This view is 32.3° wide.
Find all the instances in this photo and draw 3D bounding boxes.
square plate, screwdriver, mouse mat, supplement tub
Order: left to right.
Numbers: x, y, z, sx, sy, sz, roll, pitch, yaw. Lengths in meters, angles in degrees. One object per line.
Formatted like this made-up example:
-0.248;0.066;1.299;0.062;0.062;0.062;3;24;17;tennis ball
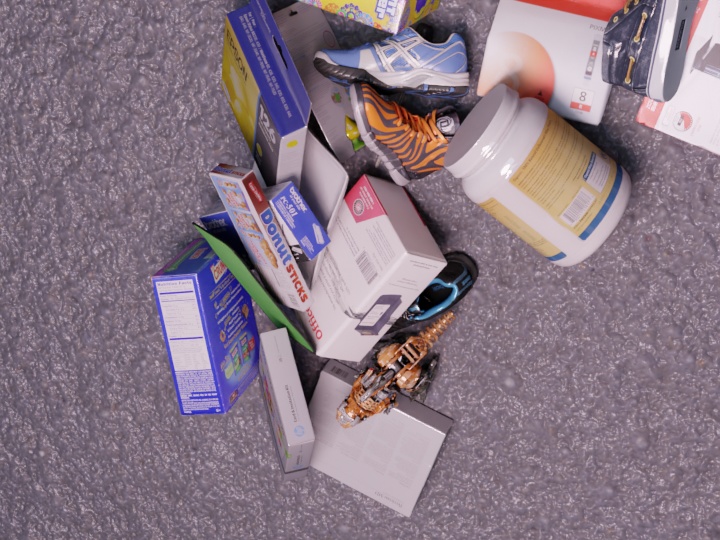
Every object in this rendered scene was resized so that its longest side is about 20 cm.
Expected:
-0.140;0.022;1.623;0.008;0.161;0.201;-41;117;-11;mouse mat
-0.083;-0.102;1.630;0.201;0.028;0.200;52;135;38;square plate
0.056;-0.222;1.606;0.029;0.028;0.203;8;116;-16;screwdriver
0.213;-0.116;1.504;0.199;0.145;0.145;36;117;-13;supplement tub

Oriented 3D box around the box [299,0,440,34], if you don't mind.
-0.002;-0.383;1.469;0.190;0.200;0.124;21;115;11;box

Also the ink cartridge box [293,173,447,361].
0.000;0.000;1.636;0.200;0.084;0.146;-49;50;27;ink cartridge box

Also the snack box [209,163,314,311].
-0.122;-0.039;1.544;0.071;0.024;0.202;16;138;48;snack box

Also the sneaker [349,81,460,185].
0.064;-0.186;1.551;0.110;0.200;0.079;-18;62;17;sneaker

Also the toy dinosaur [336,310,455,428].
0.053;0.137;1.663;0.197;0.136;0.104;-24;85;14;toy dinosaur

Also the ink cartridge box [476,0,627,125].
0.239;-0.293;1.506;0.160;0.050;0.203;16;116;12;ink cartridge box

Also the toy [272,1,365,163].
-0.056;-0.240;1.591;0.047;0.115;0.202;-24;100;37;toy

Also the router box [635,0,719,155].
0.443;-0.239;1.455;0.177;0.049;0.203;23;114;10;router box

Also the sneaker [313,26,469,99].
0.040;-0.261;1.545;0.196;0.076;0.079;6;89;2;sneaker

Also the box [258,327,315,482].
-0.103;0.187;1.692;0.040;0.201;0.158;-12;70;-12;box

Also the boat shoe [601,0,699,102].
0.331;-0.300;1.416;0.090;0.070;0.204;22;113;32;boat shoe

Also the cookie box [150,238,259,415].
-0.208;0.073;1.721;0.074;0.171;0.204;-5;107;16;cookie box

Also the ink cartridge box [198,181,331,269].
-0.126;-0.054;1.607;0.199;0.044;0.095;-6;122;56;ink cartridge box

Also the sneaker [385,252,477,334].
0.061;0.039;1.667;0.198;0.082;0.074;-29;100;26;sneaker

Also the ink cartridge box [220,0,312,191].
-0.121;-0.220;1.550;0.201;0.046;0.200;101;148;-61;ink cartridge box

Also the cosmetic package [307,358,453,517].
0.014;0.239;1.772;0.198;0.052;0.153;26;113;8;cosmetic package
